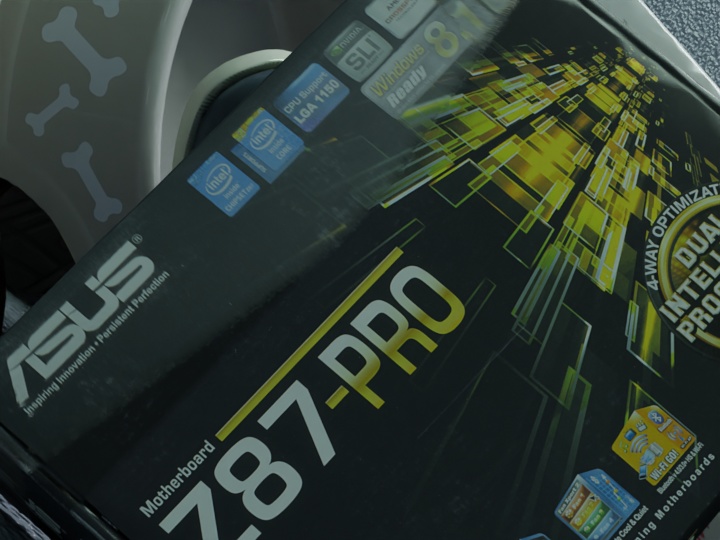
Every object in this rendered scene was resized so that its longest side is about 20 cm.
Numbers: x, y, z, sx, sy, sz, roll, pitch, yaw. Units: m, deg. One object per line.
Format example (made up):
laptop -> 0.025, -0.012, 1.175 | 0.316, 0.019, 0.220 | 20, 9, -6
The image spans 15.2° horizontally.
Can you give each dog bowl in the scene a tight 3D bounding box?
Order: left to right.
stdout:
dog bowl -> -0.044, -0.047, 0.905 | 0.058, 0.201, 0.200 | 8, -14, 31

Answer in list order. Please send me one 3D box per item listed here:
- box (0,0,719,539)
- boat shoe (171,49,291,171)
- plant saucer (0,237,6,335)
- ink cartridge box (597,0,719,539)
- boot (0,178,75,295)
box -> 0.020, 0.022, 0.692 | 0.161, 0.200, 0.049 | 40, -20, 14
boat shoe -> -0.012, 0.028, 0.840 | 0.062, 0.075, 0.201 | -121, -159, -56
plant saucer -> -0.185, -0.052, 0.868 | 0.200, 0.037, 0.200 | 39, 2, -2
ink cartridge box -> 0.096, 0.004, 0.875 | 0.200, 0.083, 0.145 | 52, -7, 25
boot -> -0.071, -0.064, 1.059 | 0.132, 0.199, 0.070 | -129, -152, -60
